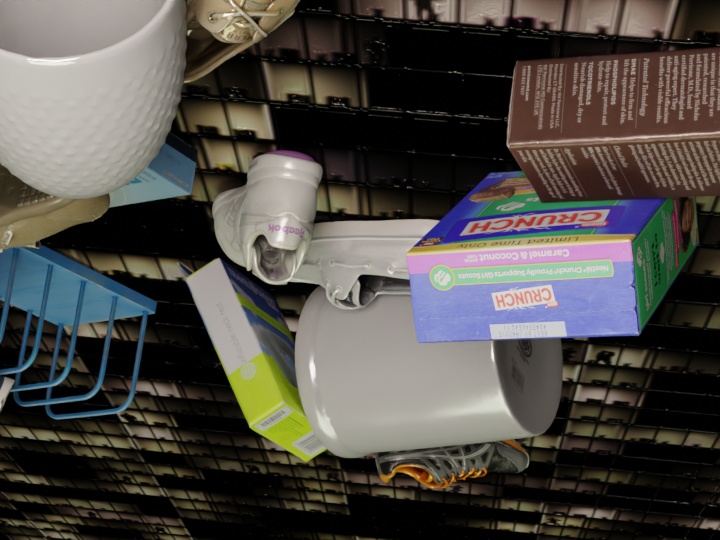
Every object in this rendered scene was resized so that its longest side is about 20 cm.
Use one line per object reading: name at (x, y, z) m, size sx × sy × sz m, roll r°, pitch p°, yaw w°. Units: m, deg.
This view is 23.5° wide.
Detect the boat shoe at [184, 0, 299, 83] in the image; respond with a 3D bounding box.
boat shoe at (-0.073, -0.173, 1.103) m, size 0.072 × 0.065 × 0.200 m, roll 19°, pitch 156°, yaw -30°

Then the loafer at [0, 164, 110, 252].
loafer at (-0.280, -0.047, 1.363) m, size 0.200 × 0.076 × 0.067 m, roll -7°, pitch 148°, yaw 33°

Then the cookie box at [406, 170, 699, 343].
cookie box at (0.148, -0.017, 1.287) m, size 0.171 × 0.075 × 0.200 m, roll -3°, pitch -161°, yaw 24°

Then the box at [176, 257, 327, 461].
box at (-0.098, 0.077, 1.658) m, size 0.048 × 0.200 × 0.122 m, roll -33°, pitch 147°, yaw 11°

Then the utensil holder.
utensil holder at (0.067, 0.082, 1.607) m, size 0.200 × 0.170 × 0.170 m, roll -9°, pitch 155°, yaw 28°

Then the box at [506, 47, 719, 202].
box at (0.211, -0.101, 1.202) m, size 0.200 × 0.075 × 0.100 m, roll 0°, pitch 158°, yaw 21°

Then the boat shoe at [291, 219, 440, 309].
boat shoe at (0.000, 0.000, 1.539) m, size 0.200 × 0.069 × 0.072 m, roll -1°, pitch 158°, yaw 20°

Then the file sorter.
file sorter at (-0.328, 0.061, 1.732) m, size 0.139 × 0.123 × 0.200 m, roll -9°, pitch 154°, yaw 35°

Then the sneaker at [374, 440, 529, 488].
sneaker at (0.108, 0.231, 2.115) m, size 0.200 × 0.077 × 0.078 m, roll 8°, pitch 158°, yaw -8°

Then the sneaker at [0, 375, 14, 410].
sneaker at (-0.401, 0.125, 1.668) m, size 0.080 × 0.077 × 0.200 m, roll 28°, pitch 149°, yaw -20°

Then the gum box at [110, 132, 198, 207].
gum box at (-0.262, -0.099, 1.391) m, size 0.200 × 0.045 × 0.170 m, roll -6°, pitch 156°, yaw 33°

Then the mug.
mug at (-0.199, -0.147, 1.094) m, size 0.200 × 0.148 × 0.175 m, roll 43°, pitch 154°, yaw 21°

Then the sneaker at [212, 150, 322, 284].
sneaker at (-0.085, -0.028, 1.450) m, size 0.075 × 0.100 × 0.200 m, roll 9°, pitch 161°, yaw -11°
